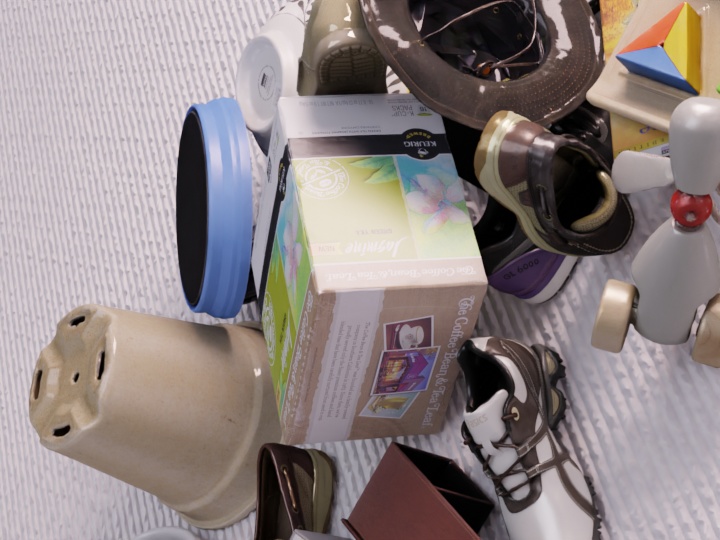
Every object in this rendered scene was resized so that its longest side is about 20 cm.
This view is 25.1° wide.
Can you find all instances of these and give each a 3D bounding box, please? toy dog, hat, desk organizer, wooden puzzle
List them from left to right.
[{"bbox_3d":[0.072,0.213,1.185,0.077,0.072,0.200,-61,36,12],"label":"desk organizer"},{"bbox_3d":[0.081,-0.177,1.227,0.081,0.200,0.201,122,153,-62],"label":"hat"},{"bbox_3d":[0.222,-0.028,1.086,0.200,0.132,0.096,-60,2,34],"label":"toy dog"},{"bbox_3d":[0.268,-0.178,1.113,0.185,0.046,0.200,27,83,40],"label":"wooden puzzle"}]

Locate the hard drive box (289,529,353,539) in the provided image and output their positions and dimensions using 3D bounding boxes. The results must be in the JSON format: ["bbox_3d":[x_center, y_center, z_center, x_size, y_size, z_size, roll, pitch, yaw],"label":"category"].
[{"bbox_3d":[-0.021,0.323,1.227,0.156,0.077,0.200,31,97,41],"label":"hard drive box"}]

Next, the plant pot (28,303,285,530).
[{"bbox_3d":[-0.188,0.116,1.461,0.200,0.183,0.201,-26,54,41],"label":"plant pot"}]

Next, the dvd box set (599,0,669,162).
[{"bbox_3d":[0.247,-0.171,1.177,0.146,0.029,0.200,-16,60,29],"label":"dvd box set"}]

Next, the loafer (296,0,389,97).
[{"bbox_3d":[-0.012,-0.164,1.282,0.200,0.075,0.068,116,151,-73],"label":"loafer"}]

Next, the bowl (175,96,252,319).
[{"bbox_3d":[-0.135,-0.056,1.463,0.201,0.039,0.201,180,90,-75],"label":"bowl"}]

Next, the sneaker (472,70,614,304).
[{"bbox_3d":[0.148,-0.073,1.227,0.076,0.087,0.200,35,100,52],"label":"sneaker"}]

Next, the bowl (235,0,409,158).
[{"bbox_3d":[-0.051,-0.162,1.439,0.201,0.094,0.201,1,91,57],"label":"bowl"}]

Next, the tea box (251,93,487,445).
[{"bbox_3d":[0.000,0.000,1.269,0.200,0.133,0.197,103,159,-49],"label":"tea box"}]

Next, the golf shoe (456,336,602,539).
[{"bbox_3d":[0.110,0.138,1.167,0.078,0.094,0.200,-37,49,32],"label":"golf shoe"}]

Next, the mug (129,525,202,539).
[{"bbox_3d":[-0.211,0.309,1.447,0.175,0.148,0.200,-6,38,40],"label":"mug"}]

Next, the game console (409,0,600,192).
[{"bbox_3d":[0.116,-0.180,1.377,0.176,0.116,0.200,-39,38,-12],"label":"game console"}]

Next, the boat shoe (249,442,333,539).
[{"bbox_3d":[-0.069,0.241,1.347,0.072,0.072,0.200,-15,63,46],"label":"boat shoe"}]

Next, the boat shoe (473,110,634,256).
[{"bbox_3d":[0.149,-0.048,1.134,0.065,0.200,0.073,24,90,37],"label":"boat shoe"}]

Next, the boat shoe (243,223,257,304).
[{"bbox_3d":[-0.065,-0.015,1.469,0.200,0.072,0.068,-22,57,47],"label":"boat shoe"}]
